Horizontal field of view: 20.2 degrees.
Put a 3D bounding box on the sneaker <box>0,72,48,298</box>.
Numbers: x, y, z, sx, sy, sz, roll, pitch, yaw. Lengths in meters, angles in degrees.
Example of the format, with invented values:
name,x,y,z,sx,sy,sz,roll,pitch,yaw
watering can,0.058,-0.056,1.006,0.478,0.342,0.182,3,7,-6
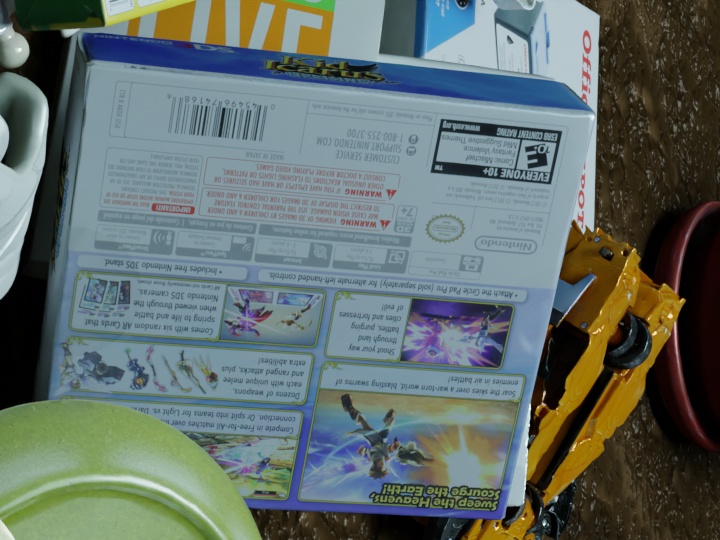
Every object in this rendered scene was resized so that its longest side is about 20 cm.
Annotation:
name,x,y,z,sx,sy,sz,roll,pitch,yaw
sneaker,-0.172,-0.016,0.675,0.100,0.075,0.200,-61,171,29

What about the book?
name,x,y,z,sx,sy,sz,roll,pitch,yaw
book,-0.063,-0.082,0.864,0.133,0.048,0.200,11,72,-16

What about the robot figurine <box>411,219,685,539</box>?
name,x,y,z,sx,sy,sz,roll,pitch,yaw
robot figurine,0.096,0.079,1.093,0.200,0.058,0.145,-57,148,-2

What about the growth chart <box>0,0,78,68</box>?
name,x,y,z,sx,sy,sz,roll,pitch,yaw
growth chart,-0.102,-0.169,0.764,0.200,0.018,0.145,-44,126,-46

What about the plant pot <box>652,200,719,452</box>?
name,x,y,z,sx,sy,sz,roll,pitch,yaw
plant pot,0.306,0.041,1.387,0.200,0.182,0.201,11,77,-59

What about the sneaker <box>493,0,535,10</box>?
name,x,y,z,sx,sy,sz,roll,pitch,yaw
sneaker,0.082,-0.218,0.980,0.130,0.079,0.199,36,59,-56

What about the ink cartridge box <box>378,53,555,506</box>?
name,x,y,z,sx,sy,sz,roll,pitch,yaw
ink cartridge box,0.000,0.000,0.912,0.057,0.162,0.200,131,-34,-78

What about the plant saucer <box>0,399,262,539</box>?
name,x,y,z,sx,sy,sz,roll,pitch,yaw
plant saucer,-0.109,0.149,0.752,0.200,0.031,0.200,-3,96,-34

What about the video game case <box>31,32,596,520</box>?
name,x,y,z,sx,sy,sz,roll,pitch,yaw
video game case,-0.023,0.007,0.800,0.045,0.200,0.182,-119,-143,-64

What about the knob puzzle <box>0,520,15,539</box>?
name,x,y,z,sx,sy,sz,roll,pitch,yaw
knob puzzle,-0.182,0.147,0.665,0.219,0.030,0.220,5,82,-34

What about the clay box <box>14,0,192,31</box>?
name,x,y,z,sx,sy,sz,roll,pitch,yaw
clay box,-0.058,-0.167,0.771,0.200,0.048,0.115,-27,113,-52

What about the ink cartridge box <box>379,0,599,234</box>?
name,x,y,z,sx,sy,sz,roll,pitch,yaw
ink cartridge box,0.048,-0.090,1.066,0.200,0.086,0.147,16,74,-56
